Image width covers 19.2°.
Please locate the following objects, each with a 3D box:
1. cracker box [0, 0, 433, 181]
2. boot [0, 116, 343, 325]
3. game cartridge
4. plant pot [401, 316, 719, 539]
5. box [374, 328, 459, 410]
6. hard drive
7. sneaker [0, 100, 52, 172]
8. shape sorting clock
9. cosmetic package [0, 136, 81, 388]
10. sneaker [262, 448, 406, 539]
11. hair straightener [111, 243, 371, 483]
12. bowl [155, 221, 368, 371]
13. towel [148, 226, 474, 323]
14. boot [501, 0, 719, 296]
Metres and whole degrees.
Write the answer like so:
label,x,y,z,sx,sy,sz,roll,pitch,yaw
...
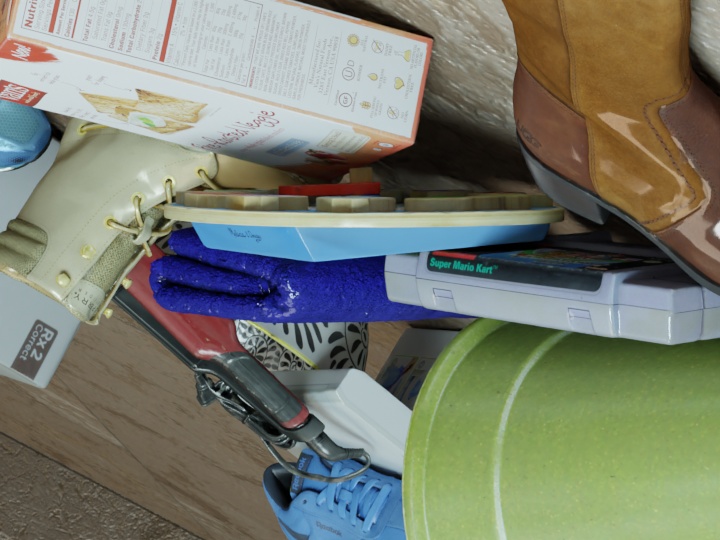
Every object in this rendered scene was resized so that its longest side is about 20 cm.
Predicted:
label,x,y,z,sx,sy,sz,roll,pitch,yaw
cracker box,-0.082,-0.100,1.034,0.200,0.058,0.134,14,170,-16
boot,-0.118,-0.034,1.245,0.200,0.155,0.073,20,163,34
game cartridge,0.119,0.004,1.018,0.130,0.038,0.200,-1,-175,-38
plant pot,0.156,0.101,0.994,0.190,0.200,0.200,-13,137,46
box,0.093,0.111,1.429,0.112,0.101,0.200,37,164,-22
hard drive,-0.001,0.111,1.373,0.132,0.026,0.200,40,162,-16
sneaker,-0.289,-0.134,1.407,0.200,0.078,0.090,36,161,-21
shape sorting clock,0.002,-0.032,1.059,0.200,0.039,0.200,-3,-174,0
cosmetic package,-0.302,-0.031,1.574,0.165,0.165,0.200,33,166,-34
sneaker,-0.005,0.152,1.337,0.078,0.066,0.200,45,161,-19
hair straightener,-0.076,0.063,1.312,0.200,0.041,0.077,38,155,7
bowl,-0.066,0.013,1.425,0.201,0.094,0.201,28,165,9
towel,0.000,0.000,1.179,0.200,0.050,0.148,-1,-177,-37
boot,0.135,-0.076,0.849,0.188,0.068,0.200,31,160,28
